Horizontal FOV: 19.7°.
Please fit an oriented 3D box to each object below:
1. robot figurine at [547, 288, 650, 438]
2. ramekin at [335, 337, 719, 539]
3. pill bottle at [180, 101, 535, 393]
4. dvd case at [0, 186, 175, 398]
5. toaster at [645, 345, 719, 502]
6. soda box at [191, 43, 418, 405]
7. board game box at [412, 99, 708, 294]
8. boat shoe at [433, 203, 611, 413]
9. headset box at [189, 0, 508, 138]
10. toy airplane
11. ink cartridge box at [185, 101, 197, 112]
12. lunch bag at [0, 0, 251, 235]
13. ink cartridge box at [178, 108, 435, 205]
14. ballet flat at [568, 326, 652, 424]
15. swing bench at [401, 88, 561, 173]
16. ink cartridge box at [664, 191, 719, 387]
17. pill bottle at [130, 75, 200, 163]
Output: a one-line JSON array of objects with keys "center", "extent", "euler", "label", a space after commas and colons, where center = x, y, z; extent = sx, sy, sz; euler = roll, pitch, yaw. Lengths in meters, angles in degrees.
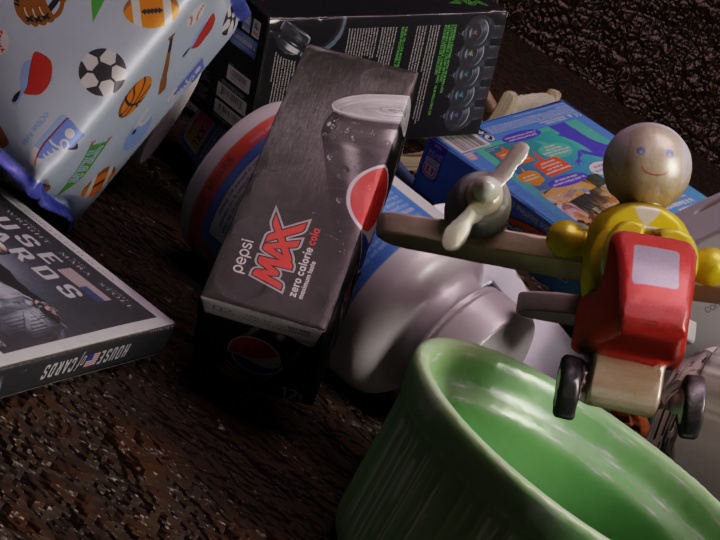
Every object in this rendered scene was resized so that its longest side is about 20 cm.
[{"center": [0.190, 0.071, 1.348], "extent": [0.145, 0.058, 0.200], "euler": [11, 41, -17], "label": "robot figurine"}, {"center": [0.085, 0.129, 0.981], "extent": [0.200, 0.098, 0.200], "euler": [31, 14, -9], "label": "ramekin"}, {"center": [0.000, 0.000, 1.196], "extent": [0.200, 0.112, 0.112], "euler": [40, 15, 24], "label": "pill bottle"}, {"center": [-0.186, -0.001, 0.968], "extent": [0.150, 0.025, 0.200], "euler": [37, 15, 12], "label": "dvd case"}, {"center": [0.221, 0.133, 1.137], "extent": [0.129, 0.200, 0.114], "euler": [20, 8, 25], "label": "toaster"}, {"center": [-0.027, -0.028, 1.100], "extent": [0.071, 0.063, 0.200], "euler": [15, 49, 4], "label": "soda box"}, {"center": [0.157, -0.036, 1.382], "extent": [0.200, 0.045, 0.152], "euler": [38, 35, 29], "label": "board game box"}, {"center": [0.082, 0.057, 1.266], "extent": [0.071, 0.070, 0.200], "euler": [-29, 79, -29], "label": "boat shoe"}, {"center": [-0.026, -0.160, 1.373], "extent": [0.200, 0.093, 0.174], "euler": [-6, 31, -33], "label": "headset box"}, {"center": [0.139, -0.006, 1.054], "extent": [0.200, 0.141, 0.199], "euler": [0, 13, -43], "label": "toy airplane"}, {"center": [-0.138, -0.174, 1.561], "extent": [0.200, 0.067, 0.116], "euler": [25, 16, -30], "label": "ink cartridge box"}, {"center": [-0.188, -0.146, 1.115], "extent": [0.200, 0.170, 0.124], "euler": [36, -10, 10], "label": "lunch bag"}, {"center": [-0.022, -0.048, 1.387], "extent": [0.136, 0.076, 0.200], "euler": [24, 18, -33], "label": "ink cartridge box"}, {"center": [0.194, 0.101, 1.425], "extent": [0.200, 0.071, 0.065], "euler": [42, -11, 20], "label": "ballet flat"}, {"center": [0.054, -0.166, 1.851], "extent": [0.200, 0.130, 0.199], "euler": [42, 15, 10], "label": "swing bench"}, {"center": [0.258, 0.049, 1.218], "extent": [0.200, 0.145, 0.084], "euler": [57, 36, -7], "label": "ink cartridge box"}, {"center": [-0.198, -0.148, 1.254], "extent": [0.200, 0.111, 0.111], "euler": [34, 14, -1], "label": "pill bottle"}]
